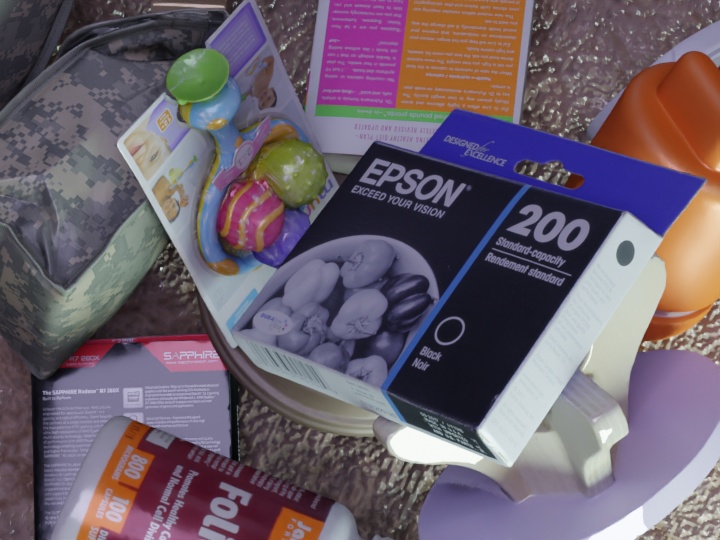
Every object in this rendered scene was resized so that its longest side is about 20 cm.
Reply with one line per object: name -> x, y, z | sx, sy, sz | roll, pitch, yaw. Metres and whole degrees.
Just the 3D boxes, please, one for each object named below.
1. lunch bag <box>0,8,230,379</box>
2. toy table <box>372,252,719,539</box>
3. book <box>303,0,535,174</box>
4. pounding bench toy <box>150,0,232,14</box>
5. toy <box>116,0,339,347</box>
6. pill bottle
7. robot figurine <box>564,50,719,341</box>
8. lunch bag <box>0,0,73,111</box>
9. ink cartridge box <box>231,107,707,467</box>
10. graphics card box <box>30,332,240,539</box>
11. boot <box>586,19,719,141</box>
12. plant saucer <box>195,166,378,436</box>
lunch bag -> -0.149, -0.060, 1.527 | 0.118, 0.164, 0.200 | 42, 68, 5
toy table -> 0.105, 0.076, 1.458 | 0.200, 0.117, 0.184 | -40, 39, -21
book -> 0.039, -0.154, 1.593 | 0.133, 0.048, 0.201 | 7, 71, 4
pounding bench toy -> -0.085, -0.245, 1.577 | 0.124, 0.156, 0.201 | 11, 104, 3
toy -> -0.056, -0.046, 1.469 | 0.047, 0.200, 0.115 | 26, 67, 35
pill bottle -> -0.071, 0.170, 1.496 | 0.199, 0.114, 0.115 | 21, 85, 4
robot figurine -> 0.180, -0.039, 1.522 | 0.116, 0.144, 0.200 | 31, 131, 0
lunch bag -> -0.245, -0.173, 1.479 | 0.118, 0.164, 0.200 | 52, 125, 20
ink cartridge box -> 0.057, -0.007, 1.429 | 0.198, 0.043, 0.200 | 18, 64, 43
graphics card box -> -0.134, 0.141, 1.585 | 0.125, 0.051, 0.201 | -3, 82, 2
boot -> 0.241, -0.104, 1.579 | 0.199, 0.074, 0.096 | -33, 77, -2
plant saucer -> 0.000, 0.000, 1.579 | 0.199, 0.029, 0.201 | 2, 71, -6
